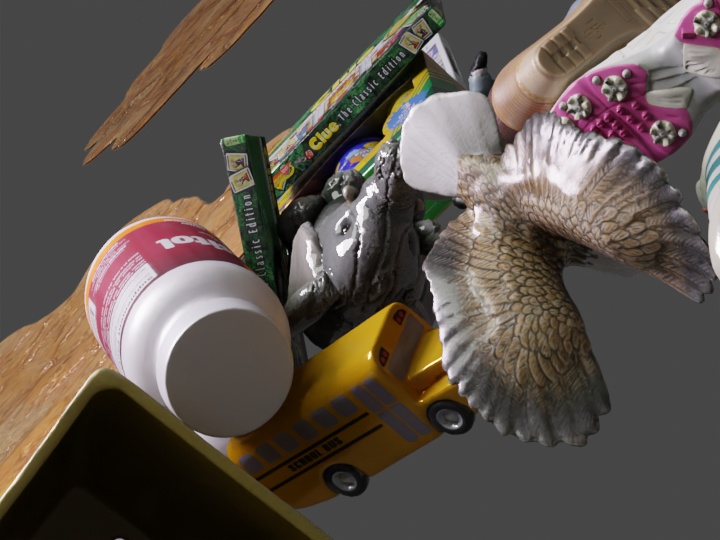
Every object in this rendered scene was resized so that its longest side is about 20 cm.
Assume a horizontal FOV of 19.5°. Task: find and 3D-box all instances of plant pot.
[{"bbox_3d":[-0.160,0.205,1.330,0.196,0.194,0.200,-54,7,-17],"label":"plant pot"}]

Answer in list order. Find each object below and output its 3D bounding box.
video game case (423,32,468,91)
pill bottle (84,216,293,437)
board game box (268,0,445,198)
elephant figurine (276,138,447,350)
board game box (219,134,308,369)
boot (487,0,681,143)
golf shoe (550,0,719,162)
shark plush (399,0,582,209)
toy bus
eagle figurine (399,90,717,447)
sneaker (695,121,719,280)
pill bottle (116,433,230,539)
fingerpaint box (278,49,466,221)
[{"bbox_3d":[0.035,-0.137,1.898,0.143,0.018,0.200,-47,15,12],"label":"video game case"},{"bbox_3d":[-0.111,0.039,1.390,0.113,0.113,0.200,-49,24,-1],"label":"pill bottle"},{"bbox_3d":[-0.006,-0.148,1.736,0.200,0.023,0.105,-46,9,11],"label":"board game box"},{"bbox_3d":[0.000,0.000,1.431,0.141,0.156,0.200,-28,8,2],"label":"elephant figurine"},{"bbox_3d":[-0.065,0.002,1.513,0.023,0.202,0.105,-11,1,7],"label":"board game box"},{"bbox_3d":[0.161,-0.140,1.452,0.199,0.073,0.167,-30,-13,-24],"label":"boot"},{"bbox_3d":[0.204,-0.129,1.337,0.199,0.075,0.092,-33,9,33],"label":"golf shoe"},{"bbox_3d":[0.107,-0.124,1.537,0.200,0.083,0.091,-46,12,7],"label":"shark plush"},{"bbox_3d":[0.005,0.084,1.341,0.200,0.078,0.065,-35,20,42],"label":"toy bus"},{"bbox_3d":[0.108,-0.016,1.188,0.150,0.153,0.200,-11,25,0],"label":"eagle figurine"},{"bbox_3d":[0.214,-0.039,1.107,0.094,0.070,0.200,-59,6,46],"label":"sneaker"},{"bbox_3d":[-0.144,0.164,1.504,0.200,0.111,0.111,-43,16,20],"label":"pill bottle"},{"bbox_3d":[0.010,-0.068,1.697,0.200,0.073,0.167,-45,15,13],"label":"fingerpaint box"}]
